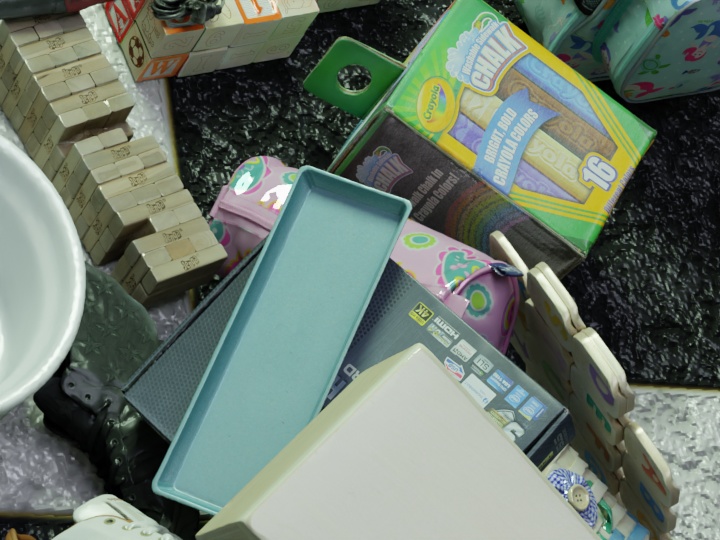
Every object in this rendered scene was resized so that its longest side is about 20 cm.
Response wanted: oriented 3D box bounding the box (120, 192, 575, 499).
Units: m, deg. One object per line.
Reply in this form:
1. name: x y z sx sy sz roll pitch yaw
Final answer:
1. box: -0.007 0.078 1.405 0.200 0.051 0.158 41 82 21

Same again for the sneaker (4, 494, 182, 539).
1. sneaker: -0.112 0.155 1.370 0.073 0.200 0.085 39 48 -60

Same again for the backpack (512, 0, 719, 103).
1. backpack: 0.203 -0.198 1.721 0.177 0.200 0.151 -12 72 -35

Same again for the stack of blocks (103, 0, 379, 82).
1. stack of blocks: -0.070 -0.199 1.670 0.200 0.059 0.115 -13 69 -32

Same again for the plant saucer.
1. plant saucer: -0.040 0.042 1.388 0.070 0.019 0.200 20 76 18

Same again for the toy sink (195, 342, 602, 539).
1. toy sink: 0.037 0.158 1.281 0.200 0.112 0.130 47 71 -3

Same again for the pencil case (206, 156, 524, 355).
1. pencil case: 0.000 0.000 1.522 0.200 0.088 0.087 27 44 34

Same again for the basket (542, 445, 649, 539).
1. basket: 0.054 0.150 1.482 0.200 0.139 0.176 32 49 6

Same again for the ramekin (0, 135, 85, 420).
1. ramekin: -0.262 0.014 1.429 0.200 0.098 0.201 13 57 -20

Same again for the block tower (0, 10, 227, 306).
1. block tower: -0.160 -0.071 1.556 0.058 0.054 0.200 -21 72 -35

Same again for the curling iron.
1. curling iron: -0.173 -0.164 1.546 0.200 0.026 0.050 -5 28 -23

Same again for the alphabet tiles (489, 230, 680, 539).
1. alphabet tiles: 0.128 0.075 1.527 0.015 0.200 0.196 -29 65 -11

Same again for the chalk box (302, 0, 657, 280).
1. chalk box: 0.060 -0.080 1.627 0.200 0.124 0.124 38 53 -4

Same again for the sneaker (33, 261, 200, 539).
1. sneaker: -0.143 0.091 1.471 0.104 0.060 0.200 16 53 -16
